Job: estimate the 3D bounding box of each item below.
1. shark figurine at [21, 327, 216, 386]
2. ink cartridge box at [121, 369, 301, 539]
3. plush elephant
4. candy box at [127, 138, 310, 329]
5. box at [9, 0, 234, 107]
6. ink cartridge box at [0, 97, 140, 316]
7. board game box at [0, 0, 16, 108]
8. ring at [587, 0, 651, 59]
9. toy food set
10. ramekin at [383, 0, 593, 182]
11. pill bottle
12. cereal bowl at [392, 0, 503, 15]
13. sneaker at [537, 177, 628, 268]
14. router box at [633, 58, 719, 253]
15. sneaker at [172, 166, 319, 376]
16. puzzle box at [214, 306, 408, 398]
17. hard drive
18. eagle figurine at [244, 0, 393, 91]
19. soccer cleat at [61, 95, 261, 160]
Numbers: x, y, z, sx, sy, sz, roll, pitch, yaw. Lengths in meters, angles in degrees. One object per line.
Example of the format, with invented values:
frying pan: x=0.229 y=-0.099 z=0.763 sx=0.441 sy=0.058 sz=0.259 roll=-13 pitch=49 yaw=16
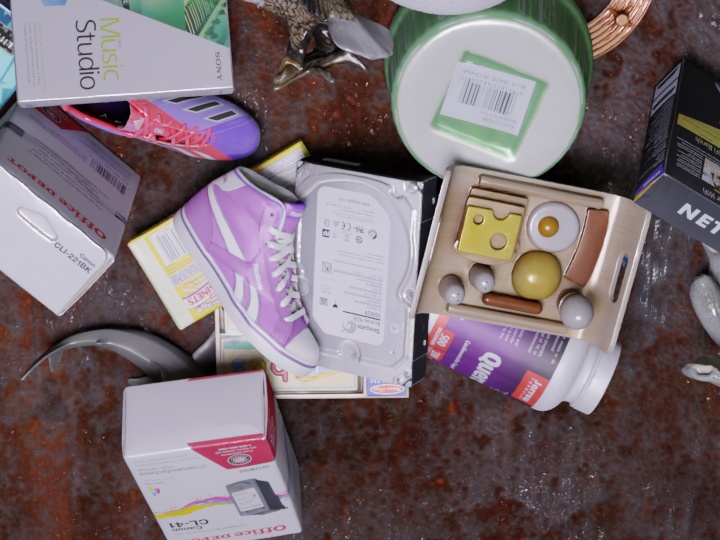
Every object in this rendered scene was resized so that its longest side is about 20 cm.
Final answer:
shark figurine: x=-0.220 y=0.101 z=1.718 sx=0.213 sy=0.090 sz=0.129 roll=25 pitch=110 yaw=-13
ink cartridge box: x=-0.145 y=0.192 z=1.712 sx=0.146 sy=0.086 sz=0.201 roll=-9 pitch=142 yaw=5
plush elephant: x=0.400 y=0.068 z=1.666 sx=0.163 sy=0.155 sz=0.202 roll=12 pitch=113 yaw=-6
candy box: x=-0.118 y=-0.035 z=1.672 sx=0.199 sy=0.026 sz=0.103 roll=-30 pitch=105 yaw=5
box: x=-0.218 y=-0.228 z=1.556 sx=0.198 sy=0.036 sz=0.146 roll=-5 pitch=89 yaw=-7
ink cartridge box: x=-0.292 y=-0.068 z=1.578 sx=0.144 sy=0.200 sz=0.084 roll=40 pitch=108 yaw=-16
board game box: x=-0.403 y=-0.192 z=1.607 sx=0.151 sy=0.047 sz=0.200 roll=38 pitch=108 yaw=-15
ring: x=0.181 y=-0.283 z=1.586 sx=0.198 sy=0.019 sz=0.203 roll=0 pitch=114 yaw=1
toy food set: x=0.153 y=-0.008 z=1.561 sx=0.198 sy=0.060 sz=0.145 roll=10 pitch=106 yaw=-11
ramekin: x=0.118 y=-0.173 z=1.574 sx=0.198 sy=0.098 sz=0.202 roll=2 pitch=122 yaw=3
pill bottle: x=0.149 y=0.063 z=1.672 sx=0.198 sy=0.113 sz=0.113 roll=26 pitch=112 yaw=0
cereal bowl: x=0.069 y=-0.300 z=1.499 sx=0.198 sy=0.202 sz=0.084 roll=9 pitch=147 yaw=-4
sneaker: x=0.170 y=-0.036 z=1.663 sx=0.199 sy=0.079 sz=0.090 roll=28 pitch=109 yaw=-12
router box: x=0.359 y=-0.085 z=1.597 sx=0.199 sy=0.158 sz=0.052 roll=29 pitch=139 yaw=-12
sneaker: x=-0.080 y=-0.004 z=1.605 sx=0.114 sy=0.073 sz=0.201 roll=-36 pitch=91 yaw=20
puzzle box: x=-0.049 y=0.063 z=1.722 sx=0.198 sy=0.025 sz=0.135 roll=-1 pitch=104 yaw=0
hard drive: x=0.000 y=0.000 z=1.622 sx=0.138 sy=0.038 sz=0.202 roll=12 pitch=110 yaw=27
eagle figurine: x=-0.059 y=-0.267 z=1.514 sx=0.149 sy=0.152 sz=0.202 roll=-11 pitch=113 yaw=-9
soccer cleat: x=-0.191 y=-0.142 z=1.615 sx=0.198 sy=0.073 sz=0.069 roll=19 pitch=113 yaw=-8
